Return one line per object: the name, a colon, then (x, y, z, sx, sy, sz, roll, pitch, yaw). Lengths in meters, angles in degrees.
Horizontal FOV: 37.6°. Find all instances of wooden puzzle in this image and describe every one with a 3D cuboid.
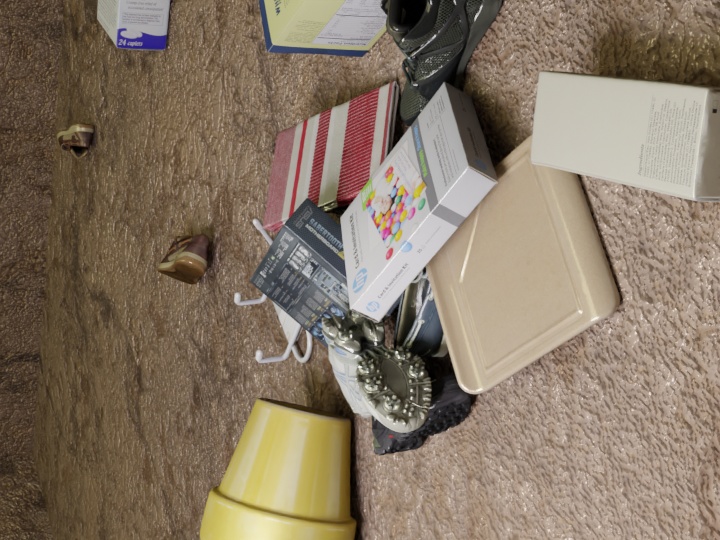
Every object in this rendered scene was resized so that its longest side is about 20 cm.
wooden puzzle: (0.145, -0.004, 0.997, 0.199, 0.037, 0.188, -38, 59, 44)

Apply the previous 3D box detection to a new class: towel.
towel: (-0.035, -0.134, 1.266, 0.198, 0.023, 0.146, -17, 56, 39)

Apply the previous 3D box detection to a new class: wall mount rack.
wall mount rack: (-0.124, 0.030, 1.512, 0.202, 0.073, 0.175, 64, 145, 37)

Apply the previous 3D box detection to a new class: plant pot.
plant pot: (-0.092, 0.272, 1.365, 0.200, 0.198, 0.192, 2, 78, 63)

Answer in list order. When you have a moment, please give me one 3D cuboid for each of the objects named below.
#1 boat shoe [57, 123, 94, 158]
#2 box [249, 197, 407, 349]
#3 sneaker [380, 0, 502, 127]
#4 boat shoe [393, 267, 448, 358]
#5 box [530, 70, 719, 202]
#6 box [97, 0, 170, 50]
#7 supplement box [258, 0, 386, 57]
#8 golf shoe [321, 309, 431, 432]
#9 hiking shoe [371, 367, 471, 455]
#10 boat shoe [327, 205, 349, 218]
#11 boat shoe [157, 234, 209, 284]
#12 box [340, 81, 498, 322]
boat shoe: (-0.725, -0.321, 2.692, 0.199, 0.071, 0.073, -9, 83, 57)
box: (-0.041, 0.016, 1.250, 0.157, 0.051, 0.200, 41, 155, 0)
sneaker: (0.058, -0.229, 1.086, 0.200, 0.112, 0.077, 118, 142, -48)
boat shoe: (0.072, -0.003, 1.131, 0.075, 0.061, 0.203, -135, 49, -59)
box: (0.218, -0.109, 0.823, 0.199, 0.067, 0.084, 29, 118, 60)
box: (-0.440, -0.557, 2.059, 0.184, 0.103, 0.203, 50, 136, 51)
supplement box: (-0.030, -0.384, 1.222, 0.199, 0.132, 0.204, -35, 61, 59)
golf shoe: (0.021, 0.124, 1.122, 0.200, 0.077, 0.099, -126, 29, -55)
hiking shoe: (0.053, 0.137, 1.166, 0.200, 0.075, 0.102, -45, 56, 57)
boat shoe: (-0.048, -0.109, 1.351, 0.200, 0.073, 0.075, -143, 56, -59)
boat shoe: (-0.310, -0.026, 1.890, 0.200, 0.071, 0.073, -23, 47, 68)
box: (0.053, -0.071, 1.080, 0.201, 0.041, 0.157, -51, 28, 30)
